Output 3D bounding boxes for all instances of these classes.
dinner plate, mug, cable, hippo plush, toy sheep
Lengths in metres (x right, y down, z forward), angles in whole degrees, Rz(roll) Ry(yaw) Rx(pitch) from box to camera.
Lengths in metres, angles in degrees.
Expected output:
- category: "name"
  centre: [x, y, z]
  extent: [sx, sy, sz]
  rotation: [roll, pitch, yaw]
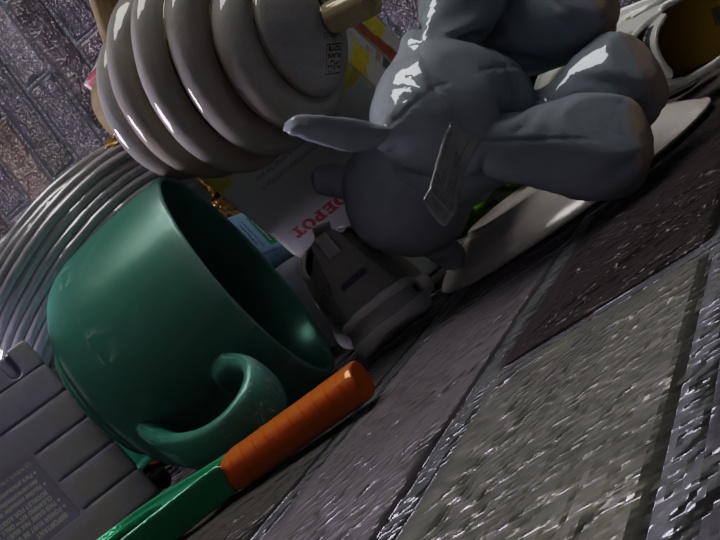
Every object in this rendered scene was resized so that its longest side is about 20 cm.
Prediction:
- category: "dinner plate"
  centre: [0.126, -0.053, 0.761]
  extent: [0.200, 0.024, 0.200]
  rotation: [-35, 3, 2]
- category: "mug"
  centre: [-0.108, 0.040, 0.698]
  extent: [0.114, 0.152, 0.185]
  rotation: [-41, -1, 8]
- category: "cable"
  centre: [-0.183, 0.002, 0.837]
  extent: [0.200, 0.069, 0.200]
  rotation: [-55, -10, 10]
- category: "hippo plush"
  centre: [0.062, -0.060, 0.664]
  extent: [0.200, 0.159, 0.161]
  rotation: [-57, -5, -32]
- category: "toy sheep"
  centre: [-0.075, -0.119, 0.680]
  extent: [0.200, 0.138, 0.138]
  rotation: [-17, 14, 37]

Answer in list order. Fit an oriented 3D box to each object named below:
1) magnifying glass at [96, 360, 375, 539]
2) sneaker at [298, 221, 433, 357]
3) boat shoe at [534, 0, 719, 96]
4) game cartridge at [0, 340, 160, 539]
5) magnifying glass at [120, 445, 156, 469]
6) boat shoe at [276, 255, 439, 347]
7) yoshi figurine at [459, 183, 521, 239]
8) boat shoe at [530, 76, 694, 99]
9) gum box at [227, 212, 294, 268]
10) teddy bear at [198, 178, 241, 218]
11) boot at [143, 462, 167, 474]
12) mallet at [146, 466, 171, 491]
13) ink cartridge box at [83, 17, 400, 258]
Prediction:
- category: "magnifying glass"
  centre: [-0.077, 0.106, 0.585]
  extent: [0.200, 0.022, 0.080]
  rotation: [-35, 3, 15]
- category: "sneaker"
  centre: [0.000, 0.000, 0.788]
  extent: [0.075, 0.082, 0.200]
  rotation: [-36, 3, -5]
- category: "boat shoe"
  centre: [0.186, -0.138, 0.775]
  extent: [0.202, 0.075, 0.086]
  rotation: [-19, 1, 34]
- category: "game cartridge"
  centre: [-0.221, 0.142, 0.657]
  extent: [0.200, 0.130, 0.038]
  rotation: [-37, -11, -29]
- category: "magnifying glass"
  centre: [-0.150, 0.117, 0.758]
  extent: [0.200, 0.080, 0.022]
  rotation: [-24, -10, -44]
- category: "boat shoe"
  centre: [-0.017, 0.012, 0.932]
  extent: [0.200, 0.072, 0.068]
  rotation: [-34, 1, -39]
- category: "yoshi figurine"
  centre: [0.078, -0.080, 0.913]
  extent: [0.112, 0.112, 0.200]
  rotation: [-49, 0, 2]
- category: "boat shoe"
  centre: [0.152, -0.166, 0.886]
  extent: [0.200, 0.065, 0.071]
  rotation: [3, -42, -12]
- category: "gum box"
  centre: [-0.064, 0.009, 0.992]
  extent: [0.200, 0.045, 0.170]
  rotation: [-25, -27, -46]
- category: "teddy bear"
  centre: [-0.067, -0.041, 1.028]
  extent: [0.145, 0.067, 0.200]
  rotation: [-40, -26, 3]
- category: "boot"
  centre: [-0.136, 0.097, 0.867]
  extent: [0.138, 0.078, 0.200]
  rotation: [-31, -2, 0]
- category: "mallet"
  centre: [-0.198, 0.181, 0.752]
  extent: [0.066, 0.041, 0.200]
  rotation: [-37, -3, 41]
- category: "ink cartridge box"
  centre: [-0.055, -0.120, 0.819]
  extent: [0.145, 0.200, 0.083]
  rotation: [-35, 27, 32]
